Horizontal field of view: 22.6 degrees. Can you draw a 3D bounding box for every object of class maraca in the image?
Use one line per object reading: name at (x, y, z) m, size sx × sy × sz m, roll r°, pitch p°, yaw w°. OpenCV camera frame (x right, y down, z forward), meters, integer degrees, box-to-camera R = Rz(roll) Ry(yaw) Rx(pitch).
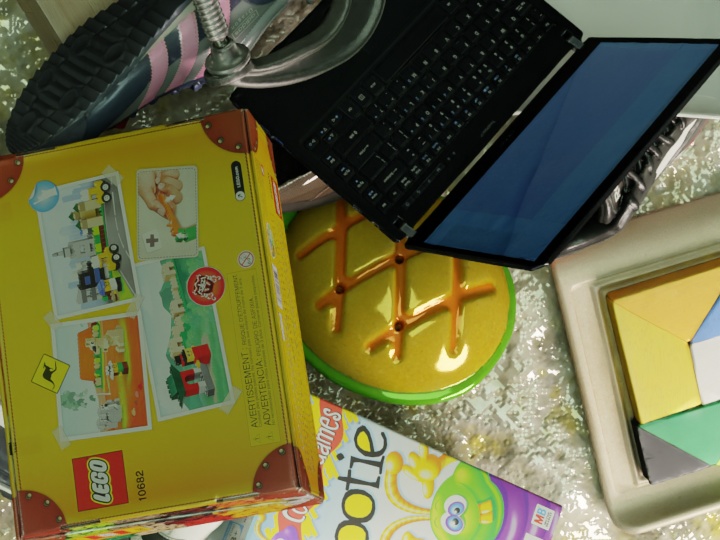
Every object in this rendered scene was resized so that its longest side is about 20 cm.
maraca at (0.000, 0.000, 1.089) m, size 0.199 × 0.107 × 0.138 m, roll 31°, pitch 67°, yaw 7°

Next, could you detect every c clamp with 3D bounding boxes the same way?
c clamp at (-0.071, -0.176, 0.930) m, size 0.170 × 0.027 × 0.201 m, roll -36°, pitch 123°, yaw -18°

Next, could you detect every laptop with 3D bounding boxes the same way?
laptop at (0.062, -0.107, 0.973) m, size 0.200 × 0.103 × 0.177 m, roll 41°, pitch 69°, yaw 6°

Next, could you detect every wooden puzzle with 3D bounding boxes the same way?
wooden puzzle at (0.231, 0.056, 1.163) m, size 0.183 × 0.037 × 0.202 m, roll -16°, pitch 102°, yaw -4°

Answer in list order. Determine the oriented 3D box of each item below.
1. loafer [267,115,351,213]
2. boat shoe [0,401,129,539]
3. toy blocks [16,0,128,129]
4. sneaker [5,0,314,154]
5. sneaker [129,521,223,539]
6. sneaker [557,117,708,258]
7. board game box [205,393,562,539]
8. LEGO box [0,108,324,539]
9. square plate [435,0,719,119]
loafer at (-0.090, -0.059, 1.021) m, size 0.199 × 0.071 × 0.074 m, roll -19°, pitch 77°, yaw -14°
boat shoe at (-0.203, 0.110, 1.101) m, size 0.060 × 0.076 × 0.200 m, roll -38°, pitch 110°, yaw 20°
toy blocks at (-0.119, -0.174, 1.044) m, size 0.199 × 0.100 × 0.137 m, roll -37°, pitch 111°, yaw -15°
sneaker at (-0.103, -0.116, 0.990) m, size 0.200 × 0.070 × 0.082 m, roll -42°, pitch 133°, yaw -2°
sneaker at (-0.123, 0.085, 1.049) m, size 0.075 × 0.201 × 0.088 m, roll 23°, pitch 115°, yaw -28°
sneaker at (0.158, -0.073, 1.098) m, size 0.200 × 0.098 × 0.071 m, roll -41°, pitch 101°, yaw 0°
board game box at (0.003, 0.148, 1.079) m, size 0.199 × 0.103 × 0.106 m, roll 26°, pitch 80°, yaw -28°
LEGO box at (-0.109, 0.032, 0.933) m, size 0.148 × 0.077 × 0.202 m, roll -10°, pitch 78°, yaw 6°
square plate at (0.138, -0.182, 1.076) m, size 0.198 × 0.028 × 0.200 m, roll 0°, pitch 76°, yaw -4°
